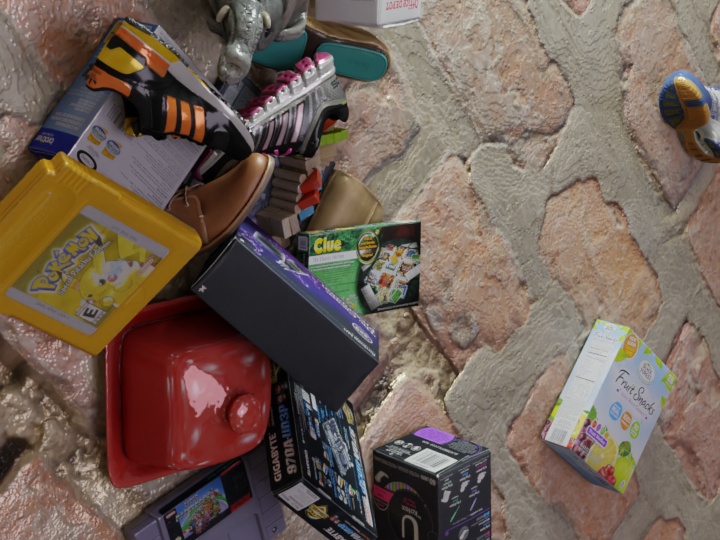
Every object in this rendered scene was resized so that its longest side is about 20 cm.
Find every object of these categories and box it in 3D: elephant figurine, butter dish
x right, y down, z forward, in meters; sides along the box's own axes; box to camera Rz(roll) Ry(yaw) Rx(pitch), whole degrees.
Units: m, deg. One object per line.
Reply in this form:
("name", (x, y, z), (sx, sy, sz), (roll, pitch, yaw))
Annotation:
("elephant figurine", (-0.111, -0.286, 1.588), (0.154, 0.141, 0.202), (6, 96, -49))
("butter dish", (-0.163, 0.136, 1.662), (0.199, 0.147, 0.202), (-13, 110, -42))

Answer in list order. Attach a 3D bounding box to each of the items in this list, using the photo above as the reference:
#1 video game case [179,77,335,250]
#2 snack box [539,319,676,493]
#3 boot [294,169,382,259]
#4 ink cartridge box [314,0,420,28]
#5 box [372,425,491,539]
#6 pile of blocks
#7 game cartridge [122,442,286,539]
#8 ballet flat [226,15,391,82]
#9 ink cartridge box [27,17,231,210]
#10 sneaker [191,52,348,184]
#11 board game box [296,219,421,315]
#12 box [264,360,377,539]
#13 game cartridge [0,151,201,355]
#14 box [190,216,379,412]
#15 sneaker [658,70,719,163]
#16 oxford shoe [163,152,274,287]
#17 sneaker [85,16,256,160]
("video game case", (-0.120, -0.114, 1.726), (0.200, 0.019, 0.144), (42, 72, -44))
("snack box", (0.367, 0.200, 2.269), (0.168, 0.067, 0.201), (39, 72, -43))
("boot", (-0.023, 0.011, 1.827), (0.175, 0.066, 0.201), (47, 64, -48))
("ink cartridge box", (0.013, -0.374, 1.703), (0.145, 0.082, 0.202), (-30, 125, -66))
("box", (0.093, 0.321, 1.989), (0.105, 0.122, 0.202), (-19, 114, -41))
("pile of blocks", (-0.053, -0.112, 1.737), (0.082, 0.062, 0.202), (15, 92, -46))
("game cartridge", (-0.175, 0.295, 1.779), (0.199, 0.038, 0.131), (-33, 127, -34))
("ballet flat", (-0.062, -0.253, 1.708), (0.198, 0.063, 0.069), (13, 124, -25))
("ink cartridge box", (-0.239, -0.133, 1.559), (0.137, 0.076, 0.201), (47, 67, -41))
("sneaker", (-0.089, -0.145, 1.654), (0.200, 0.074, 0.088), (-40, 109, -16))
("board game box", (0.000, 0.000, 1.792), (0.199, 0.023, 0.106), (-7, 105, -48))
("box", (-0.052, 0.201, 1.773), (0.046, 0.201, 0.159), (-28, 136, 17))
("game cartridge", (-0.282, -0.012, 1.522), (0.176, 0.033, 0.199), (-44, 137, 15))
("box", (-0.076, 0.043, 1.645), (0.200, 0.141, 0.079), (41, 101, -7))
("sneaker", (0.498, -0.245, 2.280), (0.200, 0.075, 0.089), (49, 56, -49))
("oxford shoe", (-0.172, -0.060, 1.599), (0.199, 0.072, 0.071), (-39, 118, 15))
("sneaker", (-0.188, -0.156, 1.513), (0.090, 0.070, 0.200), (-49, 132, -4))
